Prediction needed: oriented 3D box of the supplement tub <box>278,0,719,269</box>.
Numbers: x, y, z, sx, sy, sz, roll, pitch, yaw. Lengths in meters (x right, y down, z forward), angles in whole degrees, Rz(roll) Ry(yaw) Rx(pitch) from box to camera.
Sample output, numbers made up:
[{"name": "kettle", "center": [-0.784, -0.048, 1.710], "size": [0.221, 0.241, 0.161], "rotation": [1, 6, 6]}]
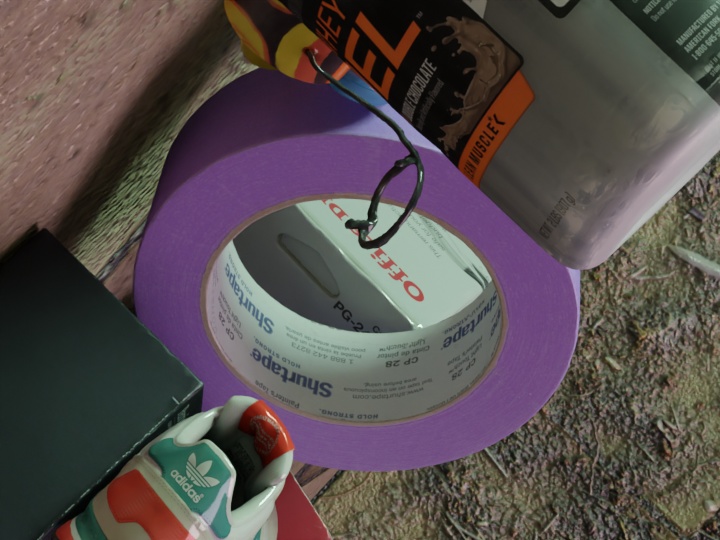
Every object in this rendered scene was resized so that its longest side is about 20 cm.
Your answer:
[{"name": "supplement tub", "center": [0.040, -0.107, 0.585], "size": [0.123, 0.200, 0.123], "rotation": [-45, 172, -8]}]

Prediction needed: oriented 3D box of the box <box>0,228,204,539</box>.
[{"name": "box", "center": [-0.173, 0.103, 0.858], "size": [0.182, 0.104, 0.200], "rotation": [-43, 171, -17]}]

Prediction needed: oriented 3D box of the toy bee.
[{"name": "toy bee", "center": [-0.008, -0.117, 0.719], "size": [0.131, 0.109, 0.200], "rotation": [-53, -163, 21]}]

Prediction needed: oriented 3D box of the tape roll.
[{"name": "tape roll", "center": [0.000, 0.000, 0.837], "size": [0.200, 0.200, 0.066], "rotation": [-52, -161, 36]}]

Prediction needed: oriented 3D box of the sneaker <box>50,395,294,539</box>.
[{"name": "sneaker", "center": [-0.058, 0.100, 0.813], "size": [0.093, 0.070, 0.200], "rotation": [-42, 170, 11]}]

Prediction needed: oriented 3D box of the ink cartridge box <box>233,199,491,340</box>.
[{"name": "ink cartridge box", "center": [0.004, -0.021, 1.016], "size": [0.083, 0.145, 0.200], "rotation": [-49, 172, 32]}]

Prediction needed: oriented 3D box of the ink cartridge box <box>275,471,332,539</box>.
[{"name": "ink cartridge box", "center": [-0.133, 0.156, 1.053], "size": [0.200, 0.145, 0.145], "rotation": [-32, 170, -6]}]
